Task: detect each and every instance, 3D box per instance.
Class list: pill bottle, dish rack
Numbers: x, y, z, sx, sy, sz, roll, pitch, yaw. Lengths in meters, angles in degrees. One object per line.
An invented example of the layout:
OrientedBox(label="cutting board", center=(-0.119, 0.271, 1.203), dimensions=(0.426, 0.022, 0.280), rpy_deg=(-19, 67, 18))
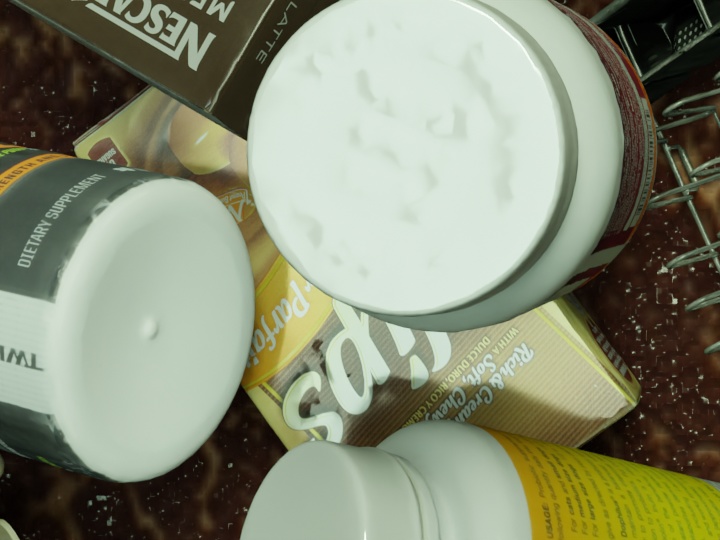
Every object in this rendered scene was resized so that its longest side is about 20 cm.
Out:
OrientedBox(label="pill bottle", center=(0.032, -0.038, 0.769), dimensions=(0.109, 0.200, 0.111), rpy_deg=(0, 92, 12))
OrientedBox(label="dish rack", center=(0.160, -0.019, 0.839), dimensions=(0.153, 0.054, 0.201), rpy_deg=(-35, 75, 46))
OrientedBox(label="pill bottle", center=(0.060, 0.114, 0.831), dimensions=(0.199, 0.109, 0.110), rpy_deg=(15, 97, -32))
OrientedBox(label="pill bottle", center=(-0.143, 0.005, 0.881), dimensions=(0.199, 0.106, 0.107), rpy_deg=(11, 96, 37))

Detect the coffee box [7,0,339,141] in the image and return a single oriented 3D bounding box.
OrientedBox(label="coffee box", center=(-0.083, -0.135, 0.865), dimensions=(0.199, 0.080, 0.115), rpy_deg=(32, 90, 25))

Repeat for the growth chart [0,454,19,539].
OrientedBox(label="growth chart", center=(-0.125, 0.169, 0.909), dimensions=(0.018, 0.144, 0.201), rpy_deg=(-20, 88, -32))

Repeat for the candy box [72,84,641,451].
OrientedBox(label="candy box", center=(0.000, 0.000, 0.907), dimensions=(0.115, 0.055, 0.201), rpy_deg=(-37, 86, 9))
